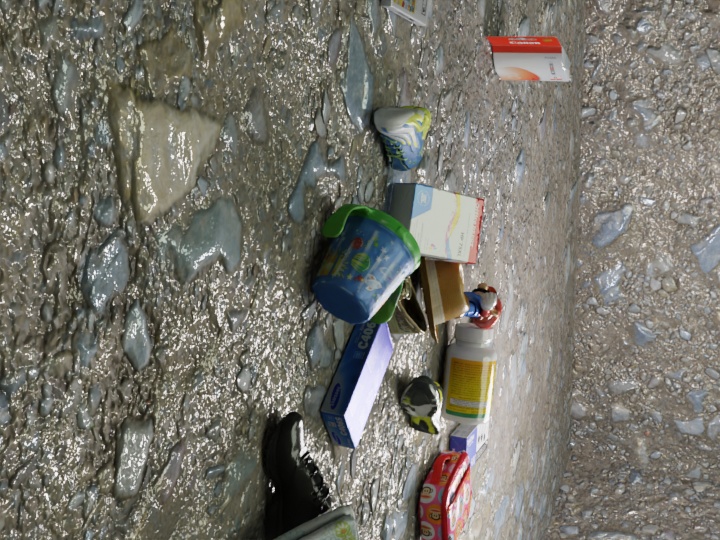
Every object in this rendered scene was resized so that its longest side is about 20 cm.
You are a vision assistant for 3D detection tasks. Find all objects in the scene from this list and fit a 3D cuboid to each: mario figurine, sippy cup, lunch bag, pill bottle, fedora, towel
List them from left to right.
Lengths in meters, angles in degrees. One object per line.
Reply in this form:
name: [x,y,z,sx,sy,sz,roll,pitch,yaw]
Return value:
towel: [-0.082,0.416,1.308,0.198,0.048,0.173,-23,125,-20]
sippy cup: [0.000,0.000,1.412,0.131,0.177,0.139,-56,-167,-29]
fedora: [0.154,0.035,1.796,0.201,0.081,0.204,-9,90,-85]
lunch bag: [0.183,0.480,2.114,0.200,0.081,0.179,-46,135,-60]
pill bottle: [0.233,0.219,2.101,0.113,0.111,0.203,-6,102,-68]
mario figurine: [0.226,0.053,2.011,0.106,0.124,0.199,-51,152,21]

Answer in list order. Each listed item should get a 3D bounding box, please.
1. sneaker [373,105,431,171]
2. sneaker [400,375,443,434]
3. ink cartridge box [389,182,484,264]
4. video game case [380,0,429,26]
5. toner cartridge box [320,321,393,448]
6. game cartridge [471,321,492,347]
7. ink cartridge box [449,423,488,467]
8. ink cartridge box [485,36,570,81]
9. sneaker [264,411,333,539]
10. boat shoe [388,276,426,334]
sneaker: [0.071,-0.209,1.582,0.200,0.075,0.107,-27,122,-66]
sneaker: [0.122,0.243,1.895,0.201,0.073,0.086,81,19,-57]
ink cartridge box: [0.144,-0.077,1.696,0.198,0.067,0.118,9,89,-35]
video game case: [0.081,-0.512,1.579,0.182,0.023,0.203,-9,107,-69]
toner cartridge box: [-0.003,0.171,1.564,0.096,0.043,0.201,73,31,-45]
game cartridge: [0.275,0.212,2.317,0.133,0.041,0.203,49,51,-58]
ink cartridge box: [0.258,0.406,2.325,0.200,0.044,0.096,-23,116,-66]
ink cartridge box: [0.370,-0.463,2.155,0.200,0.160,0.051,8,88,-69]
sneaker: [-0.079,0.290,1.340,0.076,0.090,0.203,-33,126,-60]
boat shoe: [0.072,0.038,1.684,0.201,0.062,0.074,70,34,-51]
